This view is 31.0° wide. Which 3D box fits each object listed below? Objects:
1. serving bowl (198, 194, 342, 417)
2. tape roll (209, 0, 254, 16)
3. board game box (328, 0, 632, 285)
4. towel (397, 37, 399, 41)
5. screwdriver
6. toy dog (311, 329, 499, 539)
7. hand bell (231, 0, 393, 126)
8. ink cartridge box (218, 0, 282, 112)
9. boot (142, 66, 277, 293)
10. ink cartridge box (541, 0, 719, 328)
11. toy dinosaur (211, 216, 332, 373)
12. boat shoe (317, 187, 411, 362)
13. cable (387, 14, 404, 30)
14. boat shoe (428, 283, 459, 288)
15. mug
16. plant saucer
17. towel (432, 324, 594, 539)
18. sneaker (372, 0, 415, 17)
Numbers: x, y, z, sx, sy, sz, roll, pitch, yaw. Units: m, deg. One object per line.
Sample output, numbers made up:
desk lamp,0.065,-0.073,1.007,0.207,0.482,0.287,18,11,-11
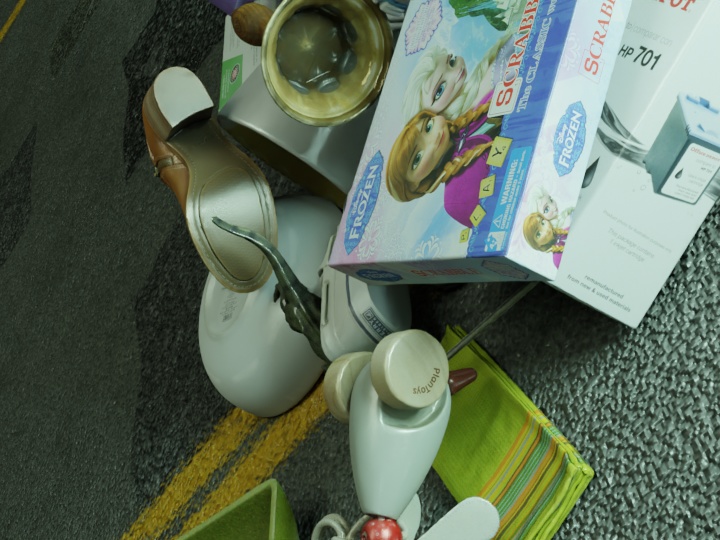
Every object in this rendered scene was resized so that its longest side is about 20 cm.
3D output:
serving bowl,-0.089,0.024,1.133,0.200,0.065,0.202,-33,49,47
tape roll,-0.091,-0.333,1.162,0.201,0.085,0.200,-54,5,7
board game box,0.070,-0.091,0.804,0.199,0.041,0.201,-4,66,59
towel,0.064,-0.119,0.897,0.200,0.024,0.146,-7,62,61
screwdriver,0.066,0.056,0.879,0.200,0.029,0.028,-41,39,41
toy dog,0.038,0.133,0.837,0.132,0.096,0.202,23,111,61
hand bell,-0.064,-0.185,1.017,0.105,0.104,0.200,-62,31,4
ink cartridge box,-0.049,-0.243,1.273,0.200,0.087,0.146,-40,37,39
boot,-0.136,-0.065,1.113,0.076,0.201,0.155,-28,-4,-16
ink cartridge box,0.162,-0.088,0.810,0.201,0.085,0.146,-61,28,10
toy dinosaur,-0.039,0.033,1.009,0.047,0.200,0.088,-38,-2,5
boat shoe,0.000,0.000,0.990,0.066,0.072,0.201,-35,29,22
cable,0.037,-0.269,1.067,0.200,0.199,0.070,-126,22,-50
boat shoe,0.081,-0.085,0.949,0.201,0.074,0.076,-63,29,3
mug,-0.032,-0.157,1.130,0.186,0.149,0.154,24,81,55
plant saucer,-0.107,0.289,0.997,0.199,0.048,0.201,-37,40,40
towel,0.080,0.113,0.856,0.086,0.018,0.200,-58,29,11
sneaker,0.107,-0.218,0.908,0.087,0.198,0.076,-168,65,-79
